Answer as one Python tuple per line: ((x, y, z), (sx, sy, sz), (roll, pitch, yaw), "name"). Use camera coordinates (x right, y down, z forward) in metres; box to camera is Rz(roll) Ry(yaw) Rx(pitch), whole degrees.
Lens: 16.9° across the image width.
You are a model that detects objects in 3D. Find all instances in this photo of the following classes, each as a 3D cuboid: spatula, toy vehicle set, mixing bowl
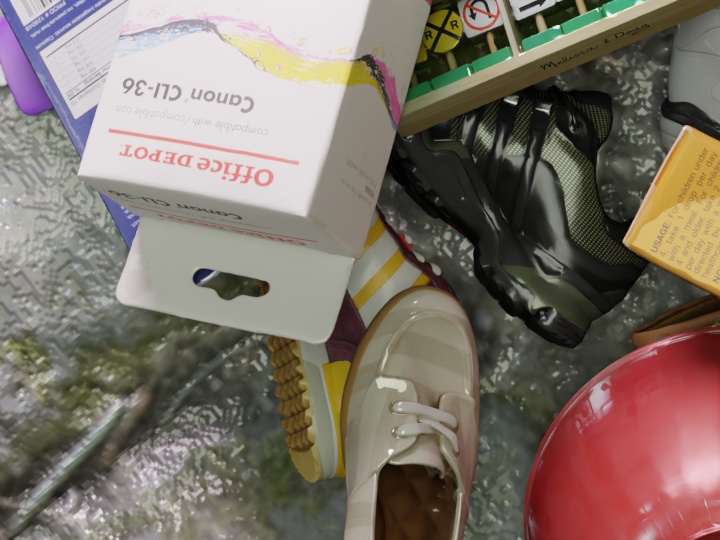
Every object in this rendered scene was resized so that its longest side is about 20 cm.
((-0.215, -0.086, 1.211), (0.200, 0.021, 0.057), (-21, 81, 7), "spatula")
((0.088, -0.154, 1.089), (0.200, 0.027, 0.124), (-22, 71, 16), "toy vehicle set")
((0.172, 0.136, 1.093), (0.200, 0.108, 0.200), (2, 110, 5), "mixing bowl")

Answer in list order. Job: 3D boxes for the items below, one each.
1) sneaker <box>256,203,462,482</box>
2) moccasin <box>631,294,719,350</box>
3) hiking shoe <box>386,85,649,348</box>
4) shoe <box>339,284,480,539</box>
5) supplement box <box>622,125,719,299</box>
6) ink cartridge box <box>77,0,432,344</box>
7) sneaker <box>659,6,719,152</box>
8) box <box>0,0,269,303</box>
((0.000, 0.000, 1.168), (0.090, 0.075, 0.200), (-5, 85, -16), "sneaker")
((0.221, -0.004, 1.139), (0.201, 0.074, 0.078), (-32, 95, 15), "moccasin")
((0.068, -0.064, 1.161), (0.101, 0.076, 0.200), (-38, 93, -6), "hiking shoe")
((0.025, 0.107, 1.104), (0.070, 0.053, 0.200), (8, 91, -27), "shoe")
((0.219, 0.008, 1.068), (0.200, 0.067, 0.069), (25, 91, 13), "supplement box")
((-0.046, -0.078, 1.068), (0.116, 0.067, 0.200), (10, 78, 24), "ink cartridge box")
((0.229, -0.103, 1.099), (0.200, 0.075, 0.115), (3, 122, 23), "sneaker")
((-0.082, -0.089, 1.139), (0.121, 0.032, 0.200), (-33, 64, 8), "box")
